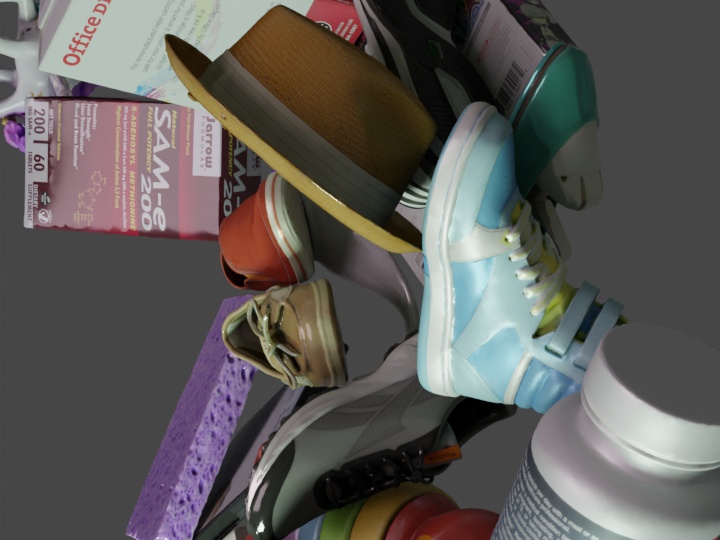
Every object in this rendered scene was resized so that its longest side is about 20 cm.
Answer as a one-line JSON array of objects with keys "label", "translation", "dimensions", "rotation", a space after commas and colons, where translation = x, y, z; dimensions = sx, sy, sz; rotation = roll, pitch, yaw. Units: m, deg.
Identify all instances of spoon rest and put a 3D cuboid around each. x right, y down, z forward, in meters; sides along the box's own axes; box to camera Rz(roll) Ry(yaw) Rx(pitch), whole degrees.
[{"label": "spoon rest", "translation": [0.000, 0.000, 1.394], "dimensions": [0.100, 0.060, 0.201], "rotation": [90, 167, -58]}]

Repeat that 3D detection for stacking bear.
[{"label": "stacking bear", "translation": [0.025, 0.184, 1.320], "dimensions": [0.199, 0.113, 0.122], "rotation": [5, 79, 47]}]

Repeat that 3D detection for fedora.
[{"label": "fedora", "translation": [-0.021, -0.095, 1.185], "dimensions": [0.082, 0.200, 0.201], "rotation": [-50, 43, 7]}]

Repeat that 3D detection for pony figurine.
[{"label": "pony figurine", "translation": [-0.273, -0.158, 1.715], "dimensions": [0.167, 0.199, 0.194], "rotation": [-102, 21, -48]}]

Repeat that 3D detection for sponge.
[{"label": "sponge", "translation": [-0.119, 0.116, 1.518], "dimensions": [0.201, 0.030, 0.111], "rotation": [-69, 15, -10]}]

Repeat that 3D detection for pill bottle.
[{"label": "pill bottle", "translation": [0.141, 0.136, 1.116], "dimensions": [0.120, 0.119, 0.201], "rotation": [52, 134, 43]}]

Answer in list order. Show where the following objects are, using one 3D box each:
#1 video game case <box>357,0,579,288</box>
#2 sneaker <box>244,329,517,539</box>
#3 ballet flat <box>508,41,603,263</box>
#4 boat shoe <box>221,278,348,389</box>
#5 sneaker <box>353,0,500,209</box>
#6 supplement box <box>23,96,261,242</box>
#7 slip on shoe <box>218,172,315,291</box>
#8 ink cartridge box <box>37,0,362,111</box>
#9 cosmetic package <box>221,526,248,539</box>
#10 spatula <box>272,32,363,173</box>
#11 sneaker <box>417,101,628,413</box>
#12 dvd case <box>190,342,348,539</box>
[{"label": "video game case", "translation": [0.055, -0.115, 1.319], "dimensions": [0.182, 0.036, 0.201], "rotation": [57, 137, 39]}, {"label": "sneaker", "translation": [0.012, 0.110, 1.273], "dimensions": [0.079, 0.200, 0.074], "rotation": [46, 165, 35]}, {"label": "ballet flat", "translation": [0.110, -0.045, 1.222], "dimensions": [0.070, 0.067, 0.201], "rotation": [40, 129, 20]}, {"label": "boat shoe", "translation": [-0.051, 0.047, 1.368], "dimensions": [0.200, 0.062, 0.074], "rotation": [164, 97, -79]}, {"label": "sneaker", "translation": [0.012, -0.131, 1.280], "dimensions": [0.115, 0.075, 0.202], "rotation": [-42, 60, 48]}, {"label": "supplement box", "translation": [-0.174, -0.082, 1.594], "dimensions": [0.199, 0.061, 0.110], "rotation": [4, 96, 31]}, {"label": "slip on shoe", "translation": [-0.068, -0.021, 1.414], "dimensions": [0.200, 0.061, 0.075], "rotation": [126, 133, -79]}, {"label": "ink cartridge box", "translation": [-0.111, -0.212, 1.399], "dimensions": [0.145, 0.199, 0.145], "rotation": [-51, 35, 47]}, {"label": "cosmetic package", "translation": [-0.083, 0.264, 1.503], "dimensions": [0.200, 0.103, 0.088], "rotation": [-46, 54, 51]}, {"label": "spatula", "translation": [-0.030, -0.096, 1.469], "dimensions": [0.057, 0.020, 0.201], "rotation": [46, 128, 32]}, {"label": "sneaker", "translation": [0.105, 0.000, 1.166], "dimensions": [0.130, 0.080, 0.201], "rotation": [16, 131, 19]}, {"label": "dvd case", "translation": [-0.084, 0.145, 1.493], "dimensions": [0.200, 0.018, 0.143], "rotation": [-45, 12, 49]}]
